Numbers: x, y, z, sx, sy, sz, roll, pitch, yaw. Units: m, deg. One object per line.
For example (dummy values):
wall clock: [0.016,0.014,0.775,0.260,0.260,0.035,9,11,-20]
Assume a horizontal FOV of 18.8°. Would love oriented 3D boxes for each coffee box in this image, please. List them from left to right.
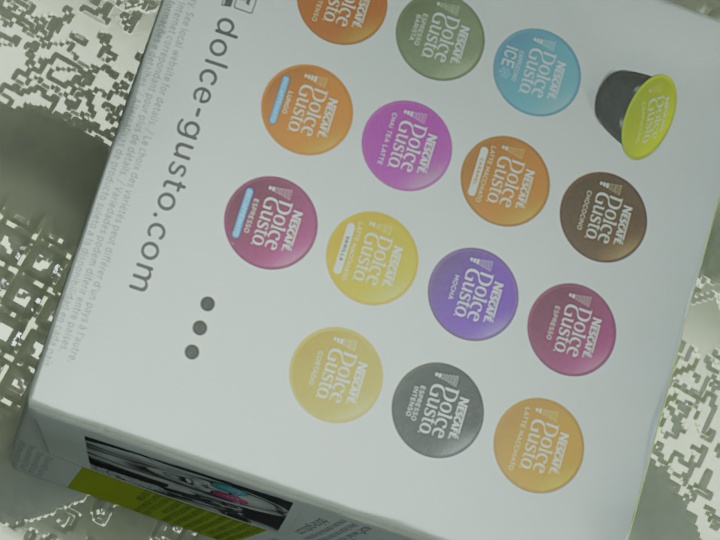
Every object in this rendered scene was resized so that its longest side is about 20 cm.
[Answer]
coffee box: [0.000,0.000,0.780,0.197,0.200,0.201,19,76,-7]
